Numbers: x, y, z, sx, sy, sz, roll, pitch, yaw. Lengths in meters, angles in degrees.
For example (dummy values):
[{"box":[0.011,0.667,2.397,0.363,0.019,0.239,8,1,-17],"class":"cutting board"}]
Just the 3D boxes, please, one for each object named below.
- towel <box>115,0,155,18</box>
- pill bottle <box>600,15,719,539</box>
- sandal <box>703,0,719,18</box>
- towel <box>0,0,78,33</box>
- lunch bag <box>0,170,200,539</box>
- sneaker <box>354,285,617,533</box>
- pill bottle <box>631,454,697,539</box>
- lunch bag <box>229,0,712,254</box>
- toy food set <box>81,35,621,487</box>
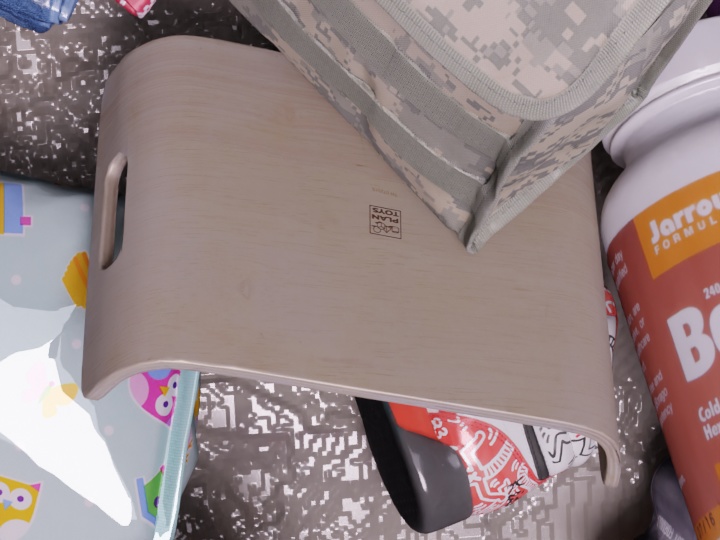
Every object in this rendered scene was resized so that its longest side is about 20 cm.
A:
[{"box":[-0.113,-0.212,0.738,0.200,0.022,0.145,41,93,-4],"class":"towel"},{"box":[0.156,0.010,0.744,0.112,0.112,0.201,-14,69,-4],"class":"pill bottle"},{"box":[0.125,-0.186,0.792,0.050,0.082,0.204,-10,87,-18],"class":"sandal"},{"box":[-0.127,-0.202,0.775,0.111,0.049,0.201,24,95,-9],"class":"towel"},{"box":[-0.148,0.061,0.775,0.169,0.122,0.201,10,92,-9],"class":"lunch bag"},{"box":[0.039,-0.002,0.819,0.107,0.067,0.202,-19,92,-17],"class":"sneaker"},{"box":[0.195,0.090,0.827,0.200,0.106,0.106,-42,101,0],"class":"pill bottle"},{"box":[0.035,-0.121,0.641,0.118,0.200,0.164,-41,81,-21],"class":"lunch bag"},{"box":[0.000,0.000,0.726,0.199,0.060,0.144,10,53,-14],"class":"toy food set"}]
